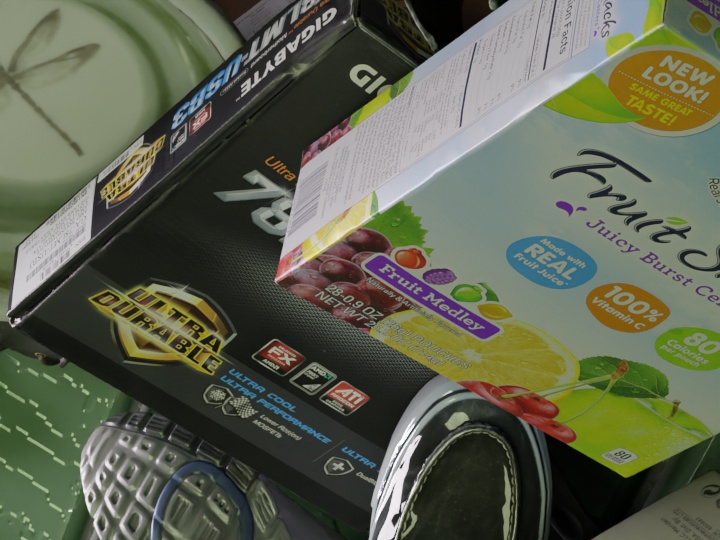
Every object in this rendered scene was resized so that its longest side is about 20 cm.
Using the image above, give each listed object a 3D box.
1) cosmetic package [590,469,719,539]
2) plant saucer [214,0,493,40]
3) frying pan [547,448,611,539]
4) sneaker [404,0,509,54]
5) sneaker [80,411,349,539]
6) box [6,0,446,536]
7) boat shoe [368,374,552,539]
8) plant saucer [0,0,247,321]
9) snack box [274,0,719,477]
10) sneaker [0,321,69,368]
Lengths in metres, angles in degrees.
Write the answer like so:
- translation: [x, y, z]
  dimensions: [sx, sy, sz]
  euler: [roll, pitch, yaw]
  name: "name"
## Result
- translation: [0.081, 0.173, 0.873]
  dimensions: [0.071, 0.200, 0.105]
  euler: [40, 151, 53]
  name: "cosmetic package"
- translation: [0.005, -0.095, 0.932]
  dimensions: [0.200, 0.029, 0.200]
  euler: [10, 116, 22]
  name: "plant saucer"
- translation: [0.099, 0.141, 0.971]
  dimensions: [0.190, 0.031, 0.115]
  euler: [38, 119, -7]
  name: "frying pan"
- translation: [0.016, -0.174, 0.823]
  dimensions: [0.060, 0.104, 0.200]
  euler: [-25, 85, 26]
  name: "sneaker"
- translation: [-0.038, 0.133, 1.012]
  dimensions: [0.200, 0.087, 0.075]
  euler: [37, 87, 4]
  name: "sneaker"
- translation: [0.000, 0.000, 0.906]
  dimensions: [0.200, 0.050, 0.198]
  euler: [35, 124, -30]
  name: "box"
- translation: [0.032, 0.139, 0.913]
  dimensions: [0.072, 0.071, 0.200]
  euler: [11, 106, 0]
  name: "boat shoe"
- translation: [-0.133, -0.065, 0.905]
  dimensions: [0.200, 0.050, 0.200]
  euler: [-1, 134, -1]
  name: "plant saucer"
- translation: [0.097, -0.020, 0.781]
  dimensions: [0.169, 0.068, 0.200]
  euler: [29, 140, -25]
  name: "snack box"
- translation: [-0.120, 0.027, 1.015]
  dimensions: [0.200, 0.075, 0.106]
  euler: [-36, 94, 31]
  name: "sneaker"
